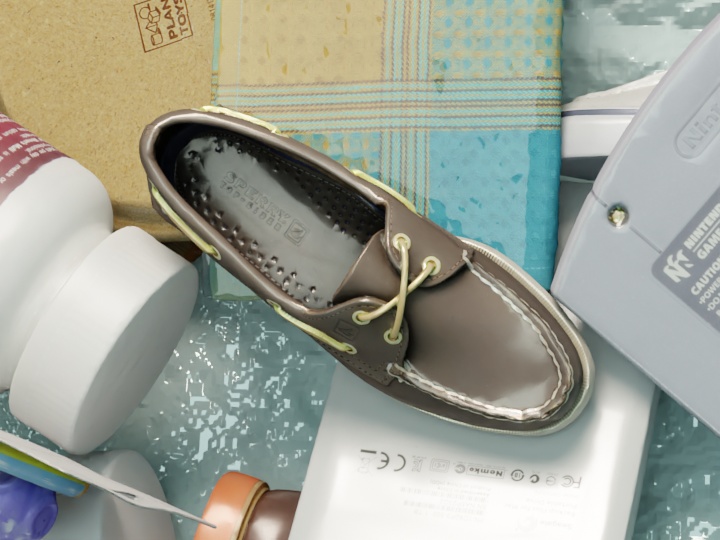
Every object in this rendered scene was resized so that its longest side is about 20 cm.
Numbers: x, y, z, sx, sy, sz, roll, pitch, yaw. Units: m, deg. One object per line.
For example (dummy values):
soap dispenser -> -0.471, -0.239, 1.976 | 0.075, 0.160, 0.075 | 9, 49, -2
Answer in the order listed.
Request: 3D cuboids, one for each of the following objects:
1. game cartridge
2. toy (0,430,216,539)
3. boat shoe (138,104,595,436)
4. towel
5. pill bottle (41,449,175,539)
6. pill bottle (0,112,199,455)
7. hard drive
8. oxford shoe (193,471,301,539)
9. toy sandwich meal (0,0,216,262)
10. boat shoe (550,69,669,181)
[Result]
game cartridge -> 0.172, -0.038, 0.902 | 0.133, 0.042, 0.200 | 41, 99, 3
toy -> -0.167, 0.073, 0.913 | 0.199, 0.115, 0.048 | 22, 86, 29
boat shoe -> 0.000, 0.000, 0.909 | 0.199, 0.060, 0.072 | 35, 93, 11
towel -> 0.010, -0.086, 0.951 | 0.145, 0.022, 0.202 | 2, 90, 10
pill bottle -> -0.185, 0.135, 0.998 | 0.198, 0.113, 0.114 | -9, 79, 14
pill bottle -> -0.172, -0.016, 0.964 | 0.199, 0.110, 0.110 | 33, 91, 11
hard drive -> 0.053, 0.051, 0.946 | 0.131, 0.026, 0.201 | 6, 58, 16
oxford shoe -> -0.050, 0.189, 0.977 | 0.072, 0.071, 0.202 | 13, 85, 11
toy sandwich meal -> -0.077, -0.095, 1.025 | 0.203, 0.070, 0.207 | -2, 81, 15
boat shoe -> 0.169, -0.085, 0.953 | 0.200, 0.075, 0.087 | -5, 81, 12
